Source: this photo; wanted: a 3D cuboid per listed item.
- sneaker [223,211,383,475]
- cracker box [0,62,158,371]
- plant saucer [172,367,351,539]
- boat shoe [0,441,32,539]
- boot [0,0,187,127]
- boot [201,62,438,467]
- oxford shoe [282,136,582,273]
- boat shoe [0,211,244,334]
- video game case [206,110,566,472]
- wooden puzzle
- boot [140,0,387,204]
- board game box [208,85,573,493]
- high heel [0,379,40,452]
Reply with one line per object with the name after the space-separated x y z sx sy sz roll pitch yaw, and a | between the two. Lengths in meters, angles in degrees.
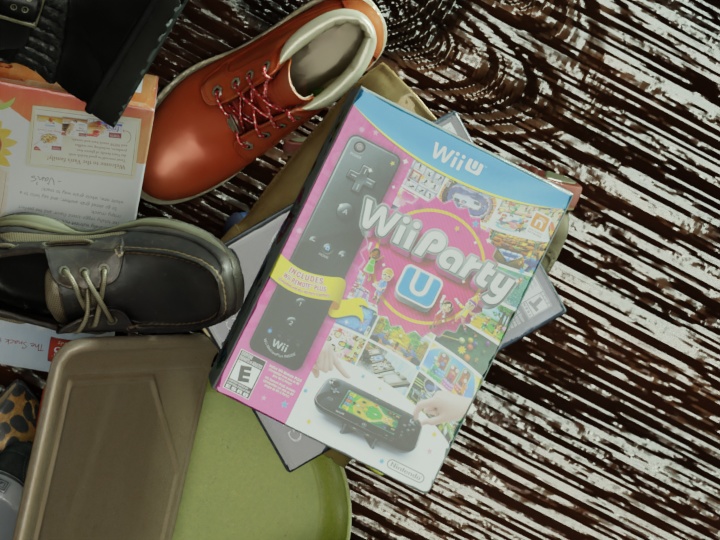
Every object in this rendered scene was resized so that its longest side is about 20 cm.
-0.018 0.036 1.765 0.082 0.074 0.200 -35 106 0 | sneaker
-0.211 -0.037 1.719 0.133 0.058 0.201 10 116 -6 | cracker box
-0.106 0.161 1.796 0.199 0.031 0.201 -1 99 -3 | plant saucer
-0.210 0.199 1.750 0.068 0.057 0.201 9 130 20 | boat shoe
-0.172 -0.196 1.583 0.157 0.080 0.212 31 119 -5 | boot
0.000 0.000 1.692 0.200 0.066 0.175 -43 105 -1 | boot
0.043 -0.043 1.757 0.199 0.070 0.075 12 99 -5 | oxford shoe
-0.163 0.013 1.629 0.199 0.073 0.075 2 115 31 | boat shoe
0.007 0.013 1.655 0.199 0.019 0.143 -30 94 -1 | video game case
-0.164 0.131 1.695 0.037 0.185 0.201 21 99 26 | wooden puzzle
-0.070 -0.109 1.724 0.200 0.107 0.075 -37 101 4 | boot
0.017 0.011 1.616 0.147 0.064 0.201 26 90 -5 | board game box
-0.302 0.136 1.756 0.199 0.071 0.144 2 105 -20 | high heel
